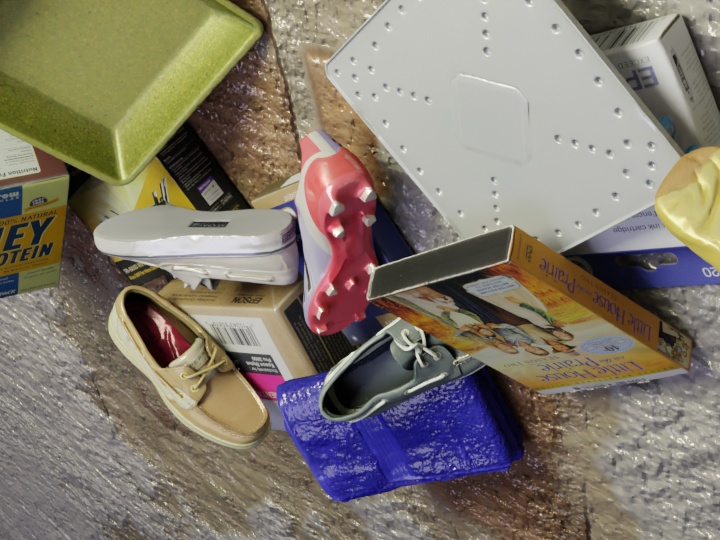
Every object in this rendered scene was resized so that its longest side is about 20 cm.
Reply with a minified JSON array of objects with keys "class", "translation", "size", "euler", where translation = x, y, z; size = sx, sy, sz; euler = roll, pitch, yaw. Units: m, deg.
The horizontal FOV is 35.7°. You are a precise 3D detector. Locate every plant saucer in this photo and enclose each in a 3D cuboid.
[{"class":"plant saucer","translation":[-0.211,-0.182,0.875],"size":[0.199,0.048,0.199],"euler":[27,122,-37]}]

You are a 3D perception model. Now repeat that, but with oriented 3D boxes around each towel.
[{"class":"towel","translation":[0.034,0.143,1.012],"size":[0.198,0.050,0.148],"euler":[-18,121,24]}]

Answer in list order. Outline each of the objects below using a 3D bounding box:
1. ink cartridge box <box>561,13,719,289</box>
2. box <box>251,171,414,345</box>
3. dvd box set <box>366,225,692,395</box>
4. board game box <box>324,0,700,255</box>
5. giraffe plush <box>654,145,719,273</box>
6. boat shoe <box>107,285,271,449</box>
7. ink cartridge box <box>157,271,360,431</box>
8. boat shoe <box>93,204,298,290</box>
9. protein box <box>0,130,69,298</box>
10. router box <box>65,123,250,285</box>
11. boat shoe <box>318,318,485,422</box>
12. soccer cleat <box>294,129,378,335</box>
[{"class":"ink cartridge box","translation":[0.159,-0.057,0.755],"size":[0.198,0.041,0.201],"euler":[-5,123,48]},{"class":"box","translation":[0.000,0.000,0.982],"size":[0.121,0.032,0.201],"euler":[-15,116,51]},{"class":"dvd box set","translation":[0.123,0.036,0.814],"size":[0.199,0.030,0.146],"euler":[29,152,-33]},{"class":"board game box","translation":[0.090,-0.103,0.718],"size":[0.200,0.026,0.200],"euler":[49,146,-6]},{"class":"giraffe plush","translation":[0.276,0.007,0.620],"size":[0.171,0.202,0.162],"euler":[-19,149,22]},{"class":"boat shoe","translation":[-0.166,0.092,1.075],"size":[0.199,0.074,0.067],"euler":[38,151,8]},{"class":"ink cartridge box","translation":[-0.096,0.078,1.121],"size":[0.199,0.075,0.166],"euler":[0,126,44]},{"class":"boat shoe","translation":[-0.145,-0.014,0.995],"size":[0.197,0.071,0.071],"euler":[0,119,19]},{"class":"protein box","translation":[-0.382,-0.104,1.094],"size":[0.202,0.134,0.199],"euler":[65,152,23]},{"class":"router box","translation":[-0.211,-0.076,1.093],"size":[0.199,0.052,0.158],"euler":[-19,112,52]},{"class":"boat shoe","translation":[0.047,0.071,0.919],"size":[0.199,0.062,0.073],"euler":[-31,89,25]},{"class":"soccer cleat","translation":[-0.023,-0.025,0.912],"size":[0.201,0.066,0.077],"euler":[94,151,-52]}]
